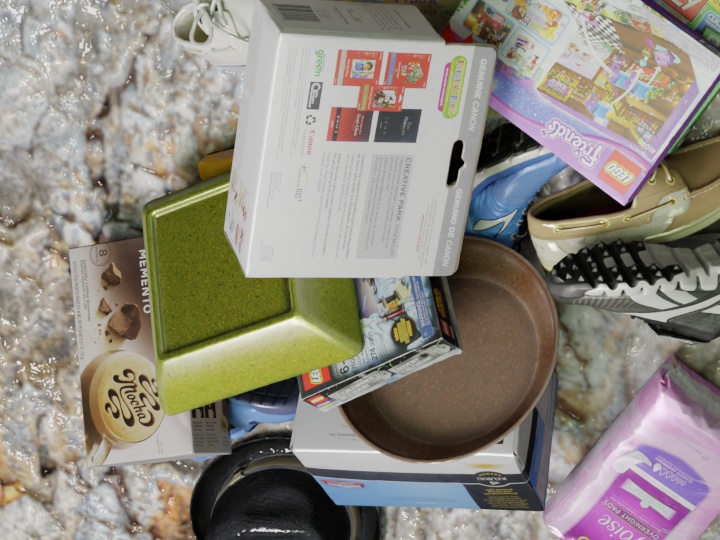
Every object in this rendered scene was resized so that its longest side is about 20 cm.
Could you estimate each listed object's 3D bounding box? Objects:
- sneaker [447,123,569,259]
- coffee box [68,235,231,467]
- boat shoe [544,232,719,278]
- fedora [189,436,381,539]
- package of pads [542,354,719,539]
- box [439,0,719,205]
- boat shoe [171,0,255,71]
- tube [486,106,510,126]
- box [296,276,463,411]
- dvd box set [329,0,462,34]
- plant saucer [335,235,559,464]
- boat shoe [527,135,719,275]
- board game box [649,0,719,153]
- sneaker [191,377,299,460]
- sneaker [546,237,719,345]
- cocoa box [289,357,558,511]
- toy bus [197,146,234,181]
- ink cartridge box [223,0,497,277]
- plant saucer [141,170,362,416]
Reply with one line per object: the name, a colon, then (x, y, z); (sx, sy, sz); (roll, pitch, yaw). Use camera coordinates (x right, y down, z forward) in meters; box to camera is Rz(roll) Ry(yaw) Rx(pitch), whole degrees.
sneaker: (0.121, -0.062, 1.538); (0.089, 0.079, 0.200); (45, 129, -15)
coffee box: (-0.189, 0.072, 1.647); (0.113, 0.080, 0.201); (-8, 82, 23)
boat shoe: (0.249, 0.008, 1.523); (0.200, 0.072, 0.070); (8, 118, 15)
fedora: (-0.082, 0.257, 1.742); (0.200, 0.092, 0.201); (8, 118, 15)
package of pads: (0.261, 0.181, 1.602); (0.120, 0.076, 0.200); (36, 121, 2)
box: (0.168, -0.165, 1.415); (0.200, 0.039, 0.137); (38, 110, 10)
boat shoe: (-0.108, -0.208, 1.473); (0.086, 0.202, 0.075); (18, 86, -23)
tube: (0.039, -0.134, 1.479); (0.199, 0.052, 0.058); (-11, 102, -14)
box: (0.000, 0.000, 1.512); (0.137, 0.201, 0.040); (-26, 148, 23)
dvd box set: (0.012, -0.187, 1.471); (0.029, 0.146, 0.200); (51, 125, 29)
plant saucer: (0.072, 0.069, 1.502); (0.200, 0.201, 0.037); (-6, 154, 21)
boat shoe: (0.228, -0.062, 1.468); (0.199, 0.074, 0.066); (-28, 127, 6)
board game box: (0.206, -0.206, 1.431); (0.200, 0.029, 0.135); (39, 116, 10)
sneaker: (-0.132, 0.132, 1.714); (0.199, 0.074, 0.083); (-2, 117, 27)
sneaker: (0.246, 0.023, 1.447); (0.199, 0.067, 0.091); (-5, 121, -8)
cocoa box: (0.060, 0.125, 1.583); (0.199, 0.134, 0.131); (-1, 152, 19)
toy bus: (-0.088, -0.009, 1.623); (0.065, 0.078, 0.201); (-11, 111, 23)
ink cartridge box: (-0.002, -0.099, 1.403); (0.175, 0.084, 0.201); (1, 117, -19)
plant saucer: (-0.105, -0.002, 1.517); (0.199, 0.048, 0.201); (-19, 65, 25)
